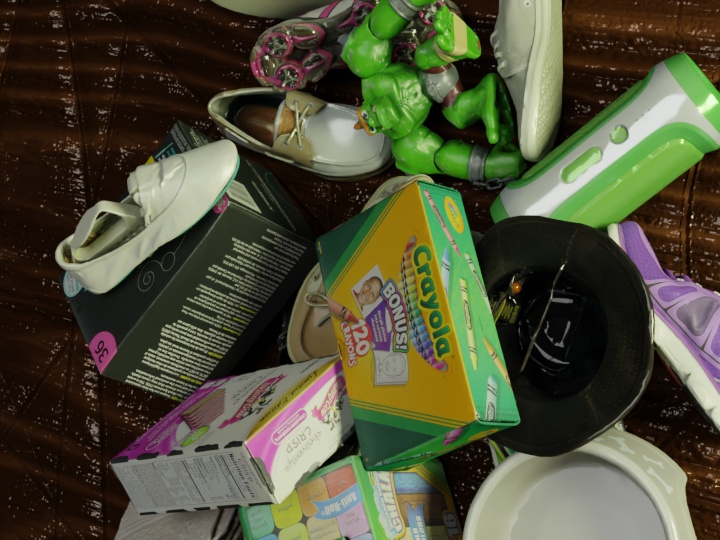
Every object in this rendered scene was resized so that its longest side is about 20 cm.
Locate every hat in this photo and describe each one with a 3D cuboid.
[{"bbox_3d":[0.157,0.055,1.046,0.200,0.081,0.202,-12,71,39],"label":"hat"}]

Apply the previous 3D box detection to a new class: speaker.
[{"bbox_3d":[0.204,-0.085,1.082,0.200,0.088,0.089,-39,64,19],"label":"speaker"}]

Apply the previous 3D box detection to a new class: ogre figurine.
[{"bbox_3d":[0.058,-0.155,1.158,0.119,0.200,0.098,-16,39,35],"label":"ogre figurine"}]

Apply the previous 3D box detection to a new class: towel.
[{"bbox_3d":[-0.168,0.231,1.214,0.200,0.034,0.133,-29,25,36],"label":"towel"}]

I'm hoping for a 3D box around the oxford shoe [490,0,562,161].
[{"bbox_3d":[0.141,-0.185,1.145,0.057,0.075,0.201,-4,71,19],"label":"oxford shoe"}]

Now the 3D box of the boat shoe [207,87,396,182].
[{"bbox_3d":[-0.057,-0.131,1.255,0.199,0.068,0.075,10,86,31],"label":"boat shoe"}]

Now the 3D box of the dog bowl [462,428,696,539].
[{"bbox_3d":[0.167,0.218,1.024,0.199,0.059,0.201,-5,79,28],"label":"dog bowl"}]

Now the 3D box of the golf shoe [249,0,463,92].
[{"bbox_3d":[-0.003,-0.223,1.236,0.199,0.092,0.073,-9,113,9],"label":"golf shoe"}]

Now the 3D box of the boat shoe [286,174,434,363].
[{"bbox_3d":[0.000,0.000,1.168,0.073,0.063,0.201,30,81,-6],"label":"boat shoe"}]

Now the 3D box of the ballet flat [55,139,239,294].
[{"bbox_3d":[-0.189,-0.050,1.147,0.200,0.069,0.070,-38,64,25],"label":"ballet flat"}]

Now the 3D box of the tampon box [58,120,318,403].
[{"bbox_3d":[-0.160,-0.004,1.238,0.200,0.126,0.150,-51,43,13],"label":"tampon box"}]

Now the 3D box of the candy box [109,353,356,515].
[{"bbox_3d":[-0.101,0.139,1.120,0.199,0.136,0.061,-14,109,46],"label":"candy box"}]

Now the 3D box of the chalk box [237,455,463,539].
[{"bbox_3d":[-0.012,0.228,1.085,0.124,0.200,0.124,-25,69,24],"label":"chalk box"}]

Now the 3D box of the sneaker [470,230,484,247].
[{"bbox_3d":[0.051,0.056,1.141,0.076,0.075,0.201,21,81,-9],"label":"sneaker"}]

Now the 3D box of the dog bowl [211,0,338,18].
[{"bbox_3d":[-0.051,-0.299,1.206,0.199,0.200,0.079,-10,79,29],"label":"dog bowl"}]

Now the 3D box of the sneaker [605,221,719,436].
[{"bbox_3d":[0.264,0.039,1.044,0.083,0.081,0.200,-36,73,5],"label":"sneaker"}]

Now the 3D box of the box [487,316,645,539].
[{"bbox_3d":[0.163,0.143,1.095,0.110,0.035,0.201,-22,71,25],"label":"box"}]

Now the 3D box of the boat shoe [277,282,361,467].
[{"bbox_3d":[-0.044,0.081,1.210,0.074,0.066,0.201,-13,75,29],"label":"boat shoe"}]

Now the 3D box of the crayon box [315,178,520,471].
[{"bbox_3d":[0.042,0.045,1.056,0.118,0.058,0.201,-29,64,36],"label":"crayon box"}]

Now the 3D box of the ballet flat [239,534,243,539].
[{"bbox_3d":[-0.141,0.264,1.234,0.200,0.065,0.071,-48,63,15],"label":"ballet flat"}]
